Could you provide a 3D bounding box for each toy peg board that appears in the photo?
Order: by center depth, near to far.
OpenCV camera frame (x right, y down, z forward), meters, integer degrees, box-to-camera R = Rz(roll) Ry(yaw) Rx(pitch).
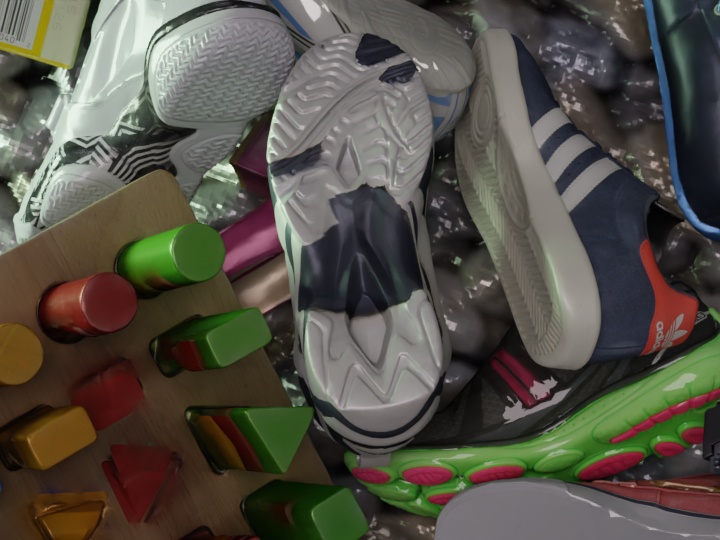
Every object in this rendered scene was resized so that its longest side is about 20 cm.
[{"bbox_3d":[-0.109,0.083,0.783,0.198,0.098,0.201,-31,98,-24],"label":"toy peg board"}]

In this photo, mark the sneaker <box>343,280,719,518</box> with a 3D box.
[{"bbox_3d":[0.087,0.064,0.872,0.199,0.077,0.084,-19,52,9],"label":"sneaker"}]

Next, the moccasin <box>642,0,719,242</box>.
[{"bbox_3d":[0.181,-0.115,0.862,0.068,0.080,0.202,-13,81,30],"label":"moccasin"}]

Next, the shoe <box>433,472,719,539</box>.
[{"bbox_3d":[0.139,0.130,0.842,0.198,0.091,0.072,5,98,17],"label":"shoe"}]

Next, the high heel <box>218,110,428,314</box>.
[{"bbox_3d":[-0.052,0.021,0.886,0.095,0.067,0.201,27,73,19],"label":"high heel"}]

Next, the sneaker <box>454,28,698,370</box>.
[{"bbox_3d":[0.103,-0.036,0.855,0.084,0.075,0.201,-1,51,-16],"label":"sneaker"}]

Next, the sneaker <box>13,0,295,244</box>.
[{"bbox_3d":[-0.113,-0.096,0.888,0.200,0.075,0.116,-41,54,36],"label":"sneaker"}]

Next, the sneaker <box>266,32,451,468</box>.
[{"bbox_3d":[0.000,0.000,0.838,0.079,0.130,0.200,-9,63,-7],"label":"sneaker"}]

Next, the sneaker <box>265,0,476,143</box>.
[{"bbox_3d":[-0.025,-0.136,0.904,0.200,0.072,0.073,46,130,18],"label":"sneaker"}]

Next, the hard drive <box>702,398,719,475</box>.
[{"bbox_3d":[0.267,0.077,0.769,0.199,0.140,0.038,15,65,-17],"label":"hard drive"}]

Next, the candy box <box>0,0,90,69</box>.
[{"bbox_3d":[-0.225,-0.176,0.884,0.199,0.026,0.103,16,109,-12],"label":"candy box"}]
